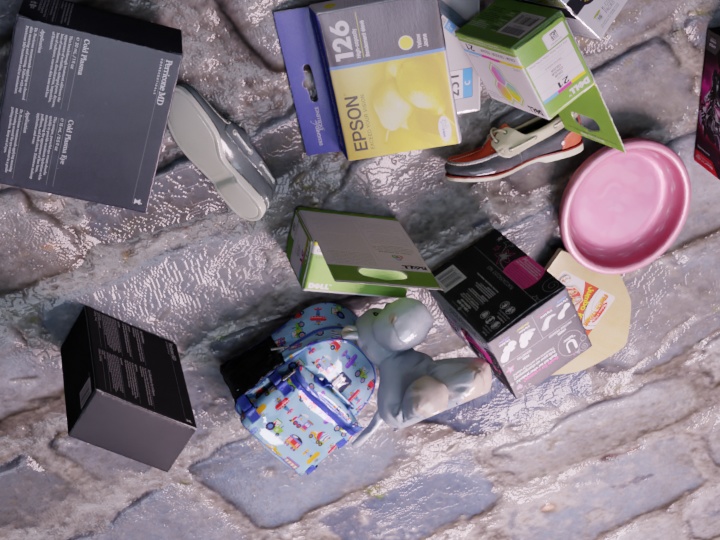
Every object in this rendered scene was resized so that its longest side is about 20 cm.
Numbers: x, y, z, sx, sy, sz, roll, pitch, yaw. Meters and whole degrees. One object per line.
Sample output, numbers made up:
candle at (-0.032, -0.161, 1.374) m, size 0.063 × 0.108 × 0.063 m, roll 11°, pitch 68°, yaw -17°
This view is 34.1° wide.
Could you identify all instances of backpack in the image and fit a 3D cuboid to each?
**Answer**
backpack at (-0.062, 0.154, 1.604) m, size 0.200 × 0.135 × 0.183 m, roll -37°, pitch 123°, yaw 2°

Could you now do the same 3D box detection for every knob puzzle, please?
knob puzzle at (0.314, 0.071, 1.736) m, size 0.218 × 0.030 × 0.221 m, roll -8°, pitch 119°, yaw -14°

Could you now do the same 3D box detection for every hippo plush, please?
hippo plush at (0.070, 0.114, 1.543) m, size 0.159 × 0.162 × 0.200 m, roll -17°, pitch 170°, yaw -36°

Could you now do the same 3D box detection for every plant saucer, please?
plant saucer at (0.364, -0.094, 1.645) m, size 0.199 × 0.051 × 0.202 m, roll -7°, pitch 118°, yaw -14°

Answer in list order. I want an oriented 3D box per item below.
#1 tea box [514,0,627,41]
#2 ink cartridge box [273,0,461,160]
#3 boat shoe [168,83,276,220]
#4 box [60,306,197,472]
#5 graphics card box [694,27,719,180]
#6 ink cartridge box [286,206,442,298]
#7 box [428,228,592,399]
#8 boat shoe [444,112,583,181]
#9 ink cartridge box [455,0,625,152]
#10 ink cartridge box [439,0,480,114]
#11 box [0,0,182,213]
tea box at (0.242, -0.411, 1.364) m, size 0.196 × 0.134 × 0.200 m, roll 34°, pitch 92°, yaw -29°
ink cartridge box at (0.010, -0.234, 1.430) m, size 0.199 × 0.047 × 0.198 m, roll -10°, pitch 121°, yaw 5°
boat shoe at (-0.171, -0.155, 1.451) m, size 0.200 × 0.073 × 0.062 m, roll 56°, pitch 49°, yaw -26°
box at (-0.296, 0.147, 1.483) m, size 0.141 × 0.200 × 0.079 m, roll 24°, pitch 109°, yaw -26°
graphics card box at (0.509, -0.216, 1.582) m, size 0.051 × 0.126 × 0.201 m, roll -9°, pitch 121°, yaw -12°
ink cartridge box at (0.000, 0.000, 1.496) m, size 0.147 × 0.200 × 0.076 m, roll 5°, pitch 117°, yaw -20°
box at (0.196, 0.057, 1.582) m, size 0.132 × 0.200 × 0.115 m, roll -35°, pitch 122°, yaw -5°
boat shoe at (0.201, -0.166, 1.545) m, size 0.199 × 0.071 × 0.063 m, roll -17°, pitch 116°, yaw -10°
ink cartridge box at (0.218, -0.216, 1.410) m, size 0.076 × 0.148 × 0.200 m, roll -37°, pitch 118°, yaw -7°
ink cartridge box at (0.060, -0.282, 1.451) m, size 0.175 × 0.045 × 0.201 m, roll -12°, pitch 121°, yaw -13°
box at (-0.312, -0.189, 1.338) m, size 0.181 × 0.104 × 0.201 m, roll 12°, pitch 114°, yaw -14°
